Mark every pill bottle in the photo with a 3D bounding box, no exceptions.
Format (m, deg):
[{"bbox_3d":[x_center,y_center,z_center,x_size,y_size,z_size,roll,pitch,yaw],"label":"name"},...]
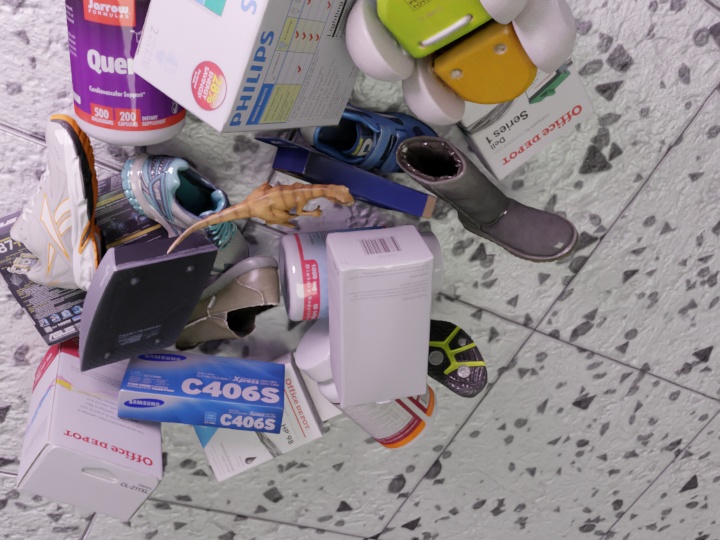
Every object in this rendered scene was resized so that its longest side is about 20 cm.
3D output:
[{"bbox_3d":[-0.227,-0.232,0.721,0.111,0.113,0.202,-2,123,-15],"label":"pill bottle"},{"bbox_3d":[0.000,0.000,0.945,0.197,0.109,0.110,-6,124,-13],"label":"pill bottle"},{"bbox_3d":[0.009,0.154,1.024,0.109,0.110,0.200,-40,117,12],"label":"pill bottle"}]

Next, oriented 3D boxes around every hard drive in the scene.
[{"bbox_3d":[-0.248,0.035,0.836,0.134,0.043,0.200,-15,152,-39],"label":"hard drive"}]

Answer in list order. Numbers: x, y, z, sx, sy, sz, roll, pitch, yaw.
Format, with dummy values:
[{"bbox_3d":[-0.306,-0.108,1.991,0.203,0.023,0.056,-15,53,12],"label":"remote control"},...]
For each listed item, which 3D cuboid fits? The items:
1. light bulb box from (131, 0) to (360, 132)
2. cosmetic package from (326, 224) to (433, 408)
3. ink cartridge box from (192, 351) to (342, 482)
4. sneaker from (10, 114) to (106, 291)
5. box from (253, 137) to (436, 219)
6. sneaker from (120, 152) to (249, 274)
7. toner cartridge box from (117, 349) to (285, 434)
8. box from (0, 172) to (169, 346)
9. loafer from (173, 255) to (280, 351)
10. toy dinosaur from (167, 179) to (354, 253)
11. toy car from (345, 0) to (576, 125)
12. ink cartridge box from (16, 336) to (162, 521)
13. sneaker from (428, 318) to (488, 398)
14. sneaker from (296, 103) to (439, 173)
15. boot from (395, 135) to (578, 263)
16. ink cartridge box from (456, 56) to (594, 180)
[{"bbox_3d":[-0.079,-0.247,0.688,0.199,0.124,0.200,-21,141,-58],"label":"light bulb box"},{"bbox_3d":[0.021,0.057,0.872,0.111,0.081,0.202,-6,124,-13],"label":"cosmetic package"},{"bbox_3d":[-0.128,0.194,1.033,0.198,0.067,0.117,-24,96,0],"label":"ink cartridge box"},{"bbox_3d":[-0.325,-0.063,0.778,0.091,0.076,0.202,-1,118,-10],"label":"sneaker"},{"bbox_3d":[-0.024,-0.108,0.860,0.198,0.121,0.033,19,92,-25],"label":"box"},{"bbox_3d":[-0.179,-0.056,0.840,0.085,0.078,0.200,0,151,31],"label":"sneaker"},{"bbox_3d":[-0.195,0.150,0.932,0.197,0.095,0.044,8,116,-9],"label":"toner cartridge box"},{"bbox_3d":[-0.316,-0.014,0.878,0.198,0.049,0.162,-22,127,-3],"label":"box"},{"bbox_3d":[-0.174,0.056,0.922,0.199,0.070,0.075,-35,157,31],"label":"loafer"},{"bbox_3d":[-0.108,-0.071,0.797,0.198,0.106,0.061,-16,91,0],"label":"toy dinosaur"},{"bbox_3d":[0.091,-0.247,0.693,0.174,0.152,0.199,-21,149,35],"label":"toy car"},{"bbox_3d":[-0.329,0.189,0.915,0.145,0.201,0.083,30,110,-30],"label":"ink cartridge box"},{"bbox_3d":[0.098,0.105,1.004,0.075,0.200,0.077,-43,143,-11],"label":"sneaker"},{"bbox_3d":[0.011,-0.151,0.865,0.198,0.082,0.075,11,117,-24],"label":"sneaker"},{"bbox_3d":[0.154,-0.085,0.874,0.200,0.180,0.073,43,67,-56],"label":"boot"},{"bbox_3d":[0.163,-0.228,0.857,0.145,0.085,0.200,-36,124,9],"label":"ink cartridge box"}]
